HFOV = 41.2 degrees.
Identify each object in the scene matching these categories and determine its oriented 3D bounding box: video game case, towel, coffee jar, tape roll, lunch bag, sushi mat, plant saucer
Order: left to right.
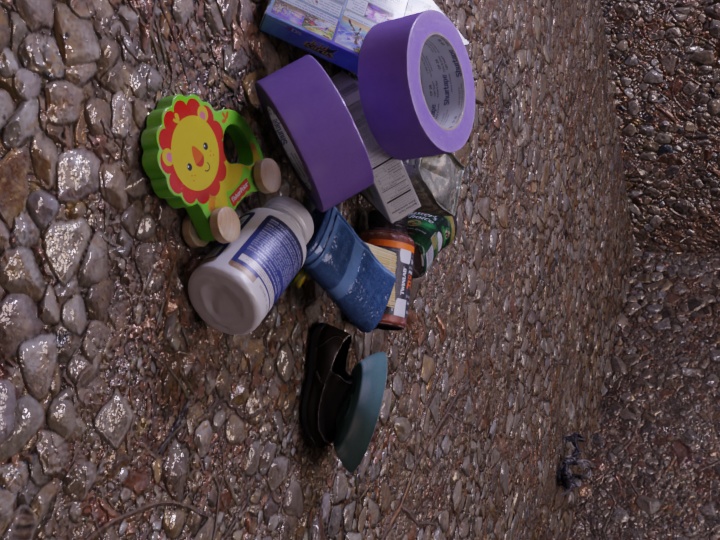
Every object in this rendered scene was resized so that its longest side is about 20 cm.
[{"bbox_3d":[-0.065,-0.190,1.343,0.202,0.084,0.200,60,-6,11],"label":"tape roll"},{"bbox_3d":[-0.032,-0.398,1.432,0.045,0.198,0.183,134,-25,-60],"label":"video game case"},{"bbox_3d":[-0.019,-0.001,1.464,0.200,0.048,0.113,51,48,-40],"label":"towel"},{"bbox_3d":[-0.006,0.225,1.563,0.200,0.035,0.203,-162,-91,-81],"label":"plant saucer"},{"bbox_3d":[0.000,0.000,1.544,0.199,0.012,0.097,16,74,-53],"label":"sushi mat"},{"bbox_3d":[0.069,-0.177,1.661,0.200,0.162,0.119,28,73,-62],"label":"lunch bag"},{"bbox_3d":[0.084,-0.265,1.381,0.199,0.084,0.203,11,77,-54],"label":"tape roll"},{"bbox_3d":[0.111,-0.062,1.824,0.200,0.103,0.087,-45,134,-55],"label":"coffee jar"}]

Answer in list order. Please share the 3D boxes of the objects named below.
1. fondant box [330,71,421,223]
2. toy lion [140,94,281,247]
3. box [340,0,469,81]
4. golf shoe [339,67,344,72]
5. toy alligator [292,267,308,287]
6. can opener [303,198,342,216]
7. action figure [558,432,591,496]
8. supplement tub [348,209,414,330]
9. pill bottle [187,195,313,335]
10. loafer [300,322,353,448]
[{"bbox_3d":[0.010,-0.189,1.464,0.202,0.058,0.144,65,-7,-31],"label":"fondant box"},{"bbox_3d":[-0.200,-0.144,1.244,0.201,0.068,0.194,-56,132,-47],"label":"toy lion"},{"bbox_3d":[0.064,-0.349,1.506,0.137,0.038,0.200,48,61,-5],"label":"box"},{"bbox_3d":[-0.001,-0.280,1.613,0.088,0.076,0.203,37,59,-65],"label":"golf shoe"},{"bbox_3d":[-0.115,0.008,1.431,0.054,0.059,0.200,-56,176,38],"label":"toy alligator"},{"bbox_3d":[-0.057,-0.140,1.532,0.067,0.053,0.203,10,82,-64],"label":"can opener"},{"bbox_3d":[0.683,0.622,3.047,0.119,0.100,0.203,67,33,-61],"label":"action figure"},{"bbox_3d":[0.039,-0.001,1.679,0.107,0.105,0.203,21,74,-62],"label":"supplement tub"},{"bbox_3d":[-0.141,-0.014,1.306,0.201,0.109,0.112,-56,140,-46],"label":"pill bottle"},{"bbox_3d":[-0.049,0.187,1.552,0.073,0.070,0.203,4,89,-63],"label":"loafer"}]
